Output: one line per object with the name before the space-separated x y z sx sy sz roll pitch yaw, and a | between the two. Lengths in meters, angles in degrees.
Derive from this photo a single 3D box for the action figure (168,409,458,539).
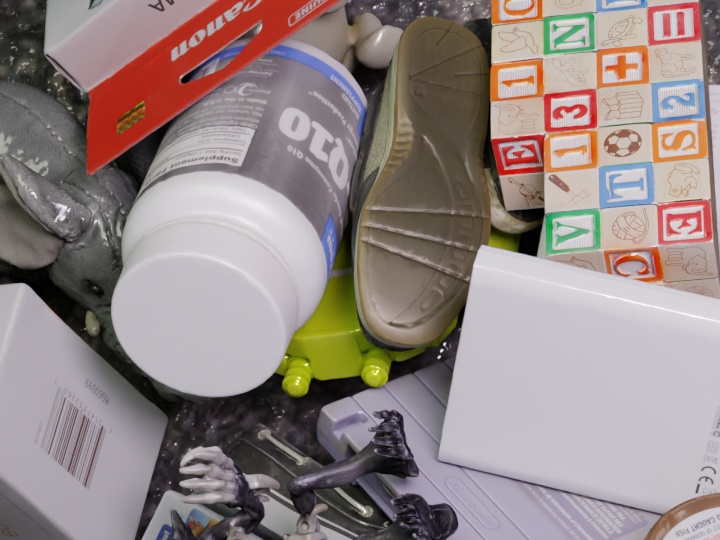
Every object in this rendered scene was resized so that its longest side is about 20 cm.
action figure | -0.055 0.145 1.533 0.200 0.102 0.119 -32 55 23

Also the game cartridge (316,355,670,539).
game cartridge | 0.084 0.122 1.579 0.129 0.038 0.200 -16 46 -33

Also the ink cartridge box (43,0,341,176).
ink cartridge box | -0.092 -0.164 1.671 0.200 0.044 0.174 -34 31 19

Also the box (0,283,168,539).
box | -0.237 0.095 1.659 0.200 0.152 0.107 -4 57 30

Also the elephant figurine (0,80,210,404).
elephant figurine | -0.159 -0.031 1.716 0.200 0.155 0.142 14 69 49

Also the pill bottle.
pill bottle | -0.065 -0.029 1.617 0.114 0.114 0.200 -6 35 18

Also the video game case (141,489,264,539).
video game case | -0.058 0.222 1.587 0.200 0.018 0.143 26 90 32

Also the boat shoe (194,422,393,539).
boat shoe | 0.000 0.140 1.609 0.200 0.071 0.064 28 70 31

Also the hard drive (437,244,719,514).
hard drive | 0.147 0.066 1.529 0.200 0.132 0.027 13 37 5

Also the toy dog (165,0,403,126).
toy dog | -0.072 -0.146 1.781 0.193 0.140 0.200 -9 58 16

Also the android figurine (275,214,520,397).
android figurine | 0.000 0.000 1.682 0.182 0.041 0.200 -9 36 15

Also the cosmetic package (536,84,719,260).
cosmetic package | 0.152 -0.008 1.623 0.101 0.074 0.200 2 52 16

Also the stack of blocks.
stack of blocks | 0.129 -0.067 1.591 0.115 0.059 0.200 -6 49 9

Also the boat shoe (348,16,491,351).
boat shoe | 0.030 -0.040 1.623 0.072 0.066 0.201 13 62 -12

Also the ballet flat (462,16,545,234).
ballet flat | 0.078 -0.077 1.710 0.057 0.066 0.200 -40 26 22

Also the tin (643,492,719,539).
tin | 0.207 0.199 1.479 0.112 0.042 0.200 -21 62 -17
